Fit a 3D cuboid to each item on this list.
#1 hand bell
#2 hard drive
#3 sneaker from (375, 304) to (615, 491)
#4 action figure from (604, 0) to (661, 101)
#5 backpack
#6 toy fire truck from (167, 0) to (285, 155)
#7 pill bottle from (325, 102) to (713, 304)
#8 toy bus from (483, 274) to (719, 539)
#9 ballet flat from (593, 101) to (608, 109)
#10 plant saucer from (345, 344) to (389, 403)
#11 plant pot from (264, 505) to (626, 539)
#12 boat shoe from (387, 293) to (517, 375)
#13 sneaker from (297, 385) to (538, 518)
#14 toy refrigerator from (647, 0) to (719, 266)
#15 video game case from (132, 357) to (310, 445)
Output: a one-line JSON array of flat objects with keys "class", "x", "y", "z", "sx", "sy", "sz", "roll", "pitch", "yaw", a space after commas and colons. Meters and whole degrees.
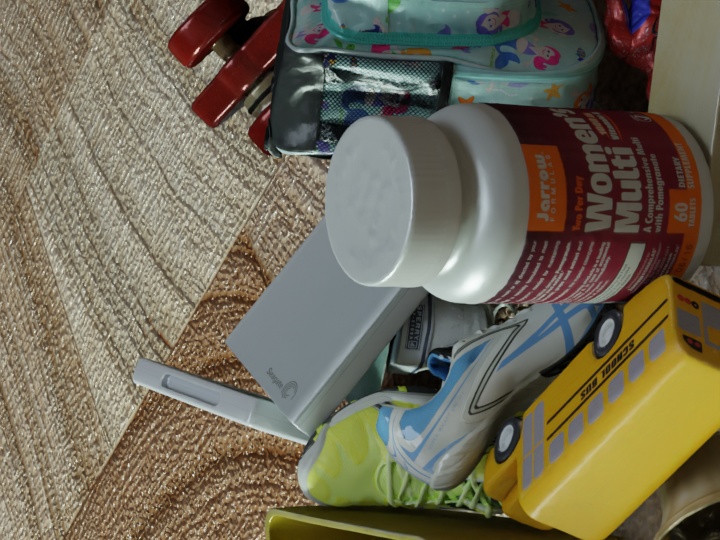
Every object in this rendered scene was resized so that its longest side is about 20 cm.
[{"class": "hand bell", "x": 0.193, "y": 0.088, "z": 1.311, "sx": 0.201, "sy": 0.103, "sz": 0.104, "roll": -104, "pitch": 33, "yaw": -43}, {"class": "hard drive", "x": 0.000, "y": 0.000, "z": 1.450, "sx": 0.200, "sy": 0.027, "sz": 0.132, "roll": -52, "pitch": 32, "yaw": 4}, {"class": "sneaker", "x": 0.091, "y": 0.054, "z": 1.365, "sx": 0.072, "sy": 0.200, "sz": 0.072, "roll": 43, "pitch": 151, "yaw": 13}, {"class": "action figure", "x": 0.177, "y": -0.197, "z": 1.343, "sx": 0.052, "sy": 0.065, "sz": 0.202, "roll": 158, "pitch": 111, "yaw": -65}, {"class": "backpack", "x": 0.051, "y": -0.139, "z": 1.351, "sx": 0.178, "sy": 0.199, "sz": 0.151, "roll": -87, "pitch": 9, "yaw": -61}, {"class": "toy fire truck", "x": -0.036, "y": -0.187, "z": 1.595, "sx": 0.112, "sy": 0.168, "sz": 0.200, "roll": 46, "pitch": 128, "yaw": 2}, {"class": "pill bottle", "x": 0.088, "y": -0.036, "z": 1.214, "sx": 0.109, "sy": 0.199, "sz": 0.110, "roll": 0, "pitch": 89, "yaw": 58}, {"class": "toy bus", "x": 0.146, "y": 0.087, "z": 1.252, "sx": 0.200, "sy": 0.065, "sz": 0.079, "roll": -51, "pitch": 25, "yaw": 39}, {"class": "ballet flat", "x": 0.132, "y": -0.080, "z": 1.424, "sx": 0.200, "sy": 0.069, "sz": 0.072, "roll": 33, "pitch": 99, "yaw": 49}, {"class": "plant saucer", "x": 0.001, "y": 0.008, "z": 1.567, "sx": 0.201, "sy": 0.038, "sz": 0.203, "roll": -172, "pitch": 90, "yaw": -87}, {"class": "plant pot", "x": 0.071, "y": 0.244, "z": 1.392, "sx": 0.200, "sy": 0.175, "sz": 0.202, "roll": 0, "pitch": 97, "yaw": 59}, {"class": "boat shoe", "x": 0.065, "y": 0.038, "z": 1.515, "sx": 0.202, "sy": 0.085, "sz": 0.075, "roll": 130, "pitch": 148, "yaw": -86}, {"class": "sneaker", "x": 0.059, "y": 0.119, "z": 1.394, "sx": 0.077, "sy": 0.198, "sz": 0.076, "roll": -108, "pitch": 12, "yaw": -64}, {"class": "toy refrigerator", "x": 0.214, "y": -0.107, "z": 1.271, "sx": 0.070, "sy": 0.075, "sz": 0.202, "roll": 21, "pitch": 108, "yaw": 57}, {"class": "video game case", "x": -0.038, "y": 0.110, "z": 1.564, "sx": 0.182, "sy": 0.199, "sz": 0.024, "roll": 12, "pitch": 83, "yaw": 58}]
